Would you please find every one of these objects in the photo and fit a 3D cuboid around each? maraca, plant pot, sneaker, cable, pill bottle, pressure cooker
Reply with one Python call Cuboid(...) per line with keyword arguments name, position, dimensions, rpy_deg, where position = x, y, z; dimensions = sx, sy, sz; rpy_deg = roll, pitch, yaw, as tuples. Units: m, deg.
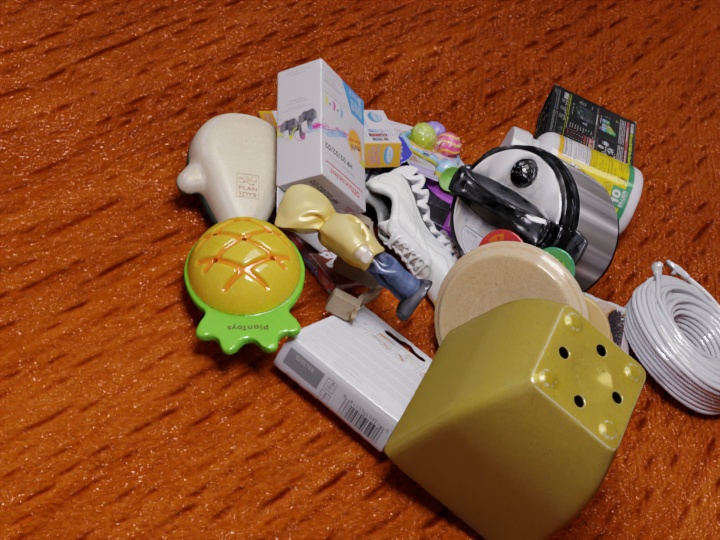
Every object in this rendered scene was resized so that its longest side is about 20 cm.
Cuboid(name="maraca", position=(-0.128, 0.017, 1.556), dimensions=(0.135, 0.108, 0.201), rpy_deg=(-5, 44, -4))
Cuboid(name="plant pot", position=(0.182, 0.147, 1.450), dimensions=(0.195, 0.200, 0.195), rpy_deg=(40, 50, -8))
Cuboid(name="sneaker", position=(0.065, -0.034, 1.747), dimensions=(0.081, 0.075, 0.201), rpy_deg=(-12, 68, -42))
Cuboid(name="cable", position=(0.431, 0.096, 1.833), dimensions=(0.200, 0.069, 0.200), rpy_deg=(40, 34, 1))
Cuboid(name="pill bottle", position=(0.293, -0.129, 2.000), dimensions=(0.198, 0.113, 0.113), rpy_deg=(23, 36, -7))
Cuboid(name="pressure cooker", position=(0.206, -0.063, 1.721), dimensions=(0.199, 0.174, 0.181), rpy_deg=(20, 60, -54))

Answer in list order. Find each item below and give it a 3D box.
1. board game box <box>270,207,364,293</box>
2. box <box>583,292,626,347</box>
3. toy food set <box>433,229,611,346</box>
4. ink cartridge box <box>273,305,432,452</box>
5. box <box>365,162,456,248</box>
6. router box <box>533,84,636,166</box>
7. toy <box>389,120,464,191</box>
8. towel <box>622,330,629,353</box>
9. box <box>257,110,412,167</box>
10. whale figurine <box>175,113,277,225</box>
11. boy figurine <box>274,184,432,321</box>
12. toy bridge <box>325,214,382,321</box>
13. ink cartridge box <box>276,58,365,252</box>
Cuboid(name="board game box", position=(-0.054, -0.053, 1.767), dimensions=(0.102, 0.020, 0.200), rpy_deg=(-13, 52, -40))
Cuboid(name="box", position=(0.267, 0.125, 1.671), dimensions=(0.075, 0.050, 0.202), rpy_deg=(19, 57, -7))
Cuboid(name="toy food set", position=(0.178, 0.057, 1.629), dimensions=(0.199, 0.199, 0.049), rpy_deg=(58, 27, 6))
Cuboid(name="ink cartridge box", position=(0.011, 0.117, 1.596), dimensions=(0.162, 0.050, 0.200), rpy_deg=(38, 19, 15))
Cuboid(name="box", position=(0.059, -0.106, 1.876), dimensions=(0.198, 0.036, 0.143), rpy_deg=(26, 29, 1))
Cuboid(name="router box", position=(0.343, -0.190, 2.149), dimensions=(0.149, 0.062, 0.201), rpy_deg=(24, 36, -3))
Cuboid(name="toy", position=(0.106, -0.174, 1.952), dimensions=(0.114, 0.048, 0.201), rpy_deg=(18, 25, -22))
Cuboid(name="towel", position=(0.255, 0.090, 1.777), dimensions=(0.189, 0.032, 0.201), rpy_deg=(24, 36, -4))
Cuboid(name="box", position=(-0.032, -0.175, 1.848), dimensions=(0.198, 0.042, 0.119), rpy_deg=(-4, 28, -11))
Cuboid(name="whale figurine", position=(-0.151, -0.089, 1.703), dimensions=(0.157, 0.104, 0.202), rpy_deg=(6, 65, -21))
Cuboid(name="boy figurine", position=(-0.010, -0.024, 1.605), dimensions=(0.199, 0.065, 0.124), rpy_deg=(36, -2, -7))
Cuboid(name="toy bridge", position=(0.000, 0.000, 1.692), dimensions=(0.067, 0.027, 0.201), rpy_deg=(26, 33, -12))
Cuboid(name="ink cartridge box", position=(-0.047, -0.138, 1.701), dimensions=(0.115, 0.067, 0.202), rpy_deg=(37, 46, -54))
